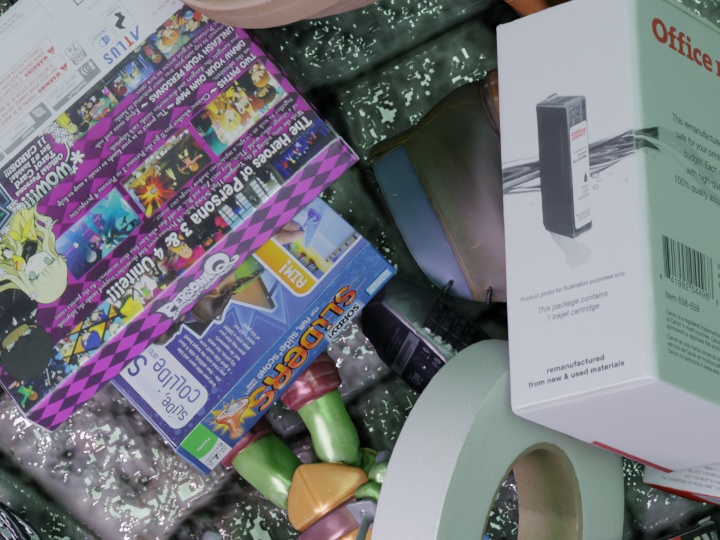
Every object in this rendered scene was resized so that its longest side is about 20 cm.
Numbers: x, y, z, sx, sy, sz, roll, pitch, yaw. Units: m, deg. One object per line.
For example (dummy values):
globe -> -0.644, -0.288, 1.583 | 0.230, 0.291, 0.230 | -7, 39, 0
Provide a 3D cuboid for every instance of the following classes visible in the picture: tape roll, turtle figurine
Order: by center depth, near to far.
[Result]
tape roll -> 0.068, 0.134, 1.432 | 0.037, 0.203, 0.203 | 7, 83, 30
turtle figurine -> -0.040, 0.111, 1.439 | 0.200, 0.144, 0.194 | -23, 75, -25

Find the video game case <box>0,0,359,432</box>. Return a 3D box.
video game case -> -0.129, -0.053, 1.430 | 0.200, 0.036, 0.181 | -42, 63, 3

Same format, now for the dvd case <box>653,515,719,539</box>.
dvd case -> 0.137, 0.209, 1.440 | 0.022, 0.200, 0.146 | -20, 85, 36

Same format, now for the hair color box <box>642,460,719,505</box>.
hair color box -> 0.222, 0.023, 1.488 | 0.111, 0.064, 0.200 | 9, 83, 38

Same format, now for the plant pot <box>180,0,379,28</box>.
plant pot -> -0.003, -0.193, 1.397 | 0.093, 0.201, 0.201 | 32, 81, -41

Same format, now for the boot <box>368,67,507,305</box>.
boot -> 0.084, -0.002, 1.518 | 0.097, 0.075, 0.200 | -22, 97, 20

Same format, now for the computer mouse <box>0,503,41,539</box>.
computer mouse -> -0.202, 0.079, 1.493 | 0.059, 0.034, 0.200 | -20, 92, -9

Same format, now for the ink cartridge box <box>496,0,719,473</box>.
ink cartridge box -> 0.139, -0.019, 1.430 | 0.084, 0.144, 0.200 | -14, 67, 34

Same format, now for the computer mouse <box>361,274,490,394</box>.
computer mouse -> 0.000, 0.000, 1.509 | 0.200, 0.059, 0.034 | 43, 66, 5

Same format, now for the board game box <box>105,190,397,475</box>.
board game box -> -0.092, -0.012, 1.449 | 0.135, 0.034, 0.200 | -46, 53, 0

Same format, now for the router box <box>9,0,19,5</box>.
router box -> -0.135, -0.230, 1.472 | 0.157, 0.052, 0.200 | -29, 120, -5

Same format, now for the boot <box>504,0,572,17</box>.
boot -> 0.056, -0.181, 1.476 | 0.200, 0.155, 0.077 | 39, 83, 1
